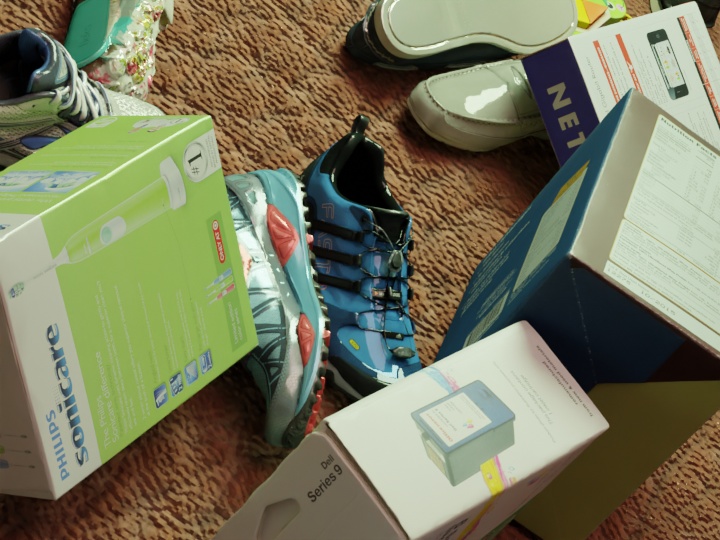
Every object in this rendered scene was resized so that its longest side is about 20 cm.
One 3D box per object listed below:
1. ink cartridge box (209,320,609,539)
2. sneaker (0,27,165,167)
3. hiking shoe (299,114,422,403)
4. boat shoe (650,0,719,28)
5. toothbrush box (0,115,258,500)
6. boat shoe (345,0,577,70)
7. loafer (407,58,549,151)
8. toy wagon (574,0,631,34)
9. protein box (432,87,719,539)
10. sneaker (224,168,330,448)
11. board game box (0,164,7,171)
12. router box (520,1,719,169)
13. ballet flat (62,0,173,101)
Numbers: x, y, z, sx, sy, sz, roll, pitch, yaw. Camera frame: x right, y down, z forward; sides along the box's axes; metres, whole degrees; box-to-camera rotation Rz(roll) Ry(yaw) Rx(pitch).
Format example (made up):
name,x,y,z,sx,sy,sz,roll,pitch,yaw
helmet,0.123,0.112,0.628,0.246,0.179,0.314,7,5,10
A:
name,x,y,z,sx,sy,sz,roll,pitch,yaw
ink cartridge box,0.026,0.126,1.253,0.200,0.145,0.088,-20,67,-48
sneaker,-0.186,-0.096,1.283,0.200,0.085,0.077,4,49,-40
hiking shoe,0.000,0.000,1.403,0.074,0.087,0.200,4,50,-36
boat shoe,0.285,-0.288,1.938,0.073,0.063,0.202,18,41,-21
toothbrush box,-0.155,0.014,1.208,0.200,0.086,0.146,-39,124,-51
boat shoe,0.078,-0.185,1.660,0.200,0.062,0.075,-17,90,-37
loafer,0.119,-0.133,1.643,0.200,0.070,0.070,-9,58,-44
toy wagon,0.147,-0.236,1.792,0.199,0.040,0.155,12,46,-30
protein box,0.153,0.031,1.404,0.135,0.199,0.200,35,38,-6
sneaker,-0.074,0.027,1.347,0.095,0.079,0.200,-2,51,-12
board game box,-0.306,-0.087,1.278,0.199,0.043,0.200,-18,65,-47
router box,0.221,-0.089,1.639,0.179,0.049,0.201,-19,89,-47
ballet flat,-0.158,-0.169,1.474,0.064,0.075,0.200,54,33,-34
